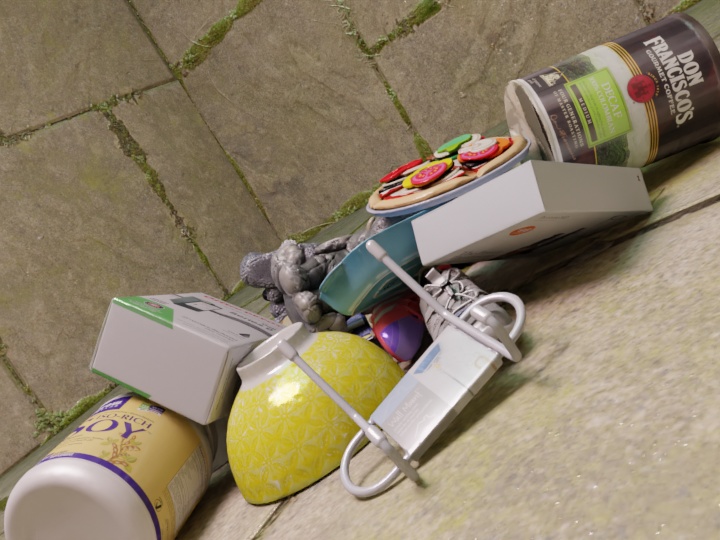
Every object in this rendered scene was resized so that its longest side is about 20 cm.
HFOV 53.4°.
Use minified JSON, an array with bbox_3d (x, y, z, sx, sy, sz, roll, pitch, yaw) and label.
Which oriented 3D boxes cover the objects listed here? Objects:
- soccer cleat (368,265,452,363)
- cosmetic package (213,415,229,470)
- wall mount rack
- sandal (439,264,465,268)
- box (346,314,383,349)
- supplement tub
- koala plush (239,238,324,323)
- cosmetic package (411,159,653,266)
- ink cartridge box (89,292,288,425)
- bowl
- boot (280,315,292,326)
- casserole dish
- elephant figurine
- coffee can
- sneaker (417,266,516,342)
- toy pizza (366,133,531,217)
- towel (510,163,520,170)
[{"bbox_3d":[0.063,0.040,0.808,0.076,0.067,0.200,-42,0,20],"label":"soccer cleat"},{"bbox_3d":[-0.186,0.186,0.937,0.103,0.074,0.200,-34,7,-5],"label":"cosmetic package"},{"bbox_3d":[0.027,0.065,0.563,0.200,0.075,0.173,-47,33,-9],"label":"wall mount rack"},{"bbox_3d":[0.067,0.006,0.962,0.074,0.049,0.199,1,-26,-43],"label":"sandal"},{"bbox_3d":[-0.036,0.105,0.899,0.120,0.033,0.200,-27,5,-2],"label":"box"},{"bbox_3d":[-0.233,0.210,0.710,0.144,0.147,0.200,-31,9,17],"label":"supplement tub"},{"bbox_3d":[-0.109,0.028,1.280,0.181,0.180,0.200,-23,6,-9],"label":"koala plush"},{"bbox_3d":[0.171,-0.054,0.706,0.198,0.053,0.150,-5,-16,-42],"label":"cosmetic package"},{"bbox_3d":[-0.176,0.088,0.799,0.200,0.144,0.086,-1,-69,-76],"label":"ink cartridge box"},{"bbox_3d":[-0.061,0.118,0.705,0.198,0.109,0.200,-33,8,5],"label":"bowl"},{"bbox_3d":[-0.066,0.080,1.080,0.199,0.073,0.155,-38,8,-14],"label":"boot"},{"bbox_3d":[0.042,-0.011,0.759,0.198,0.039,0.122,-26,-18,-38],"label":"casserole dish"},{"bbox_3d":[0.000,0.000,0.889,0.198,0.143,0.155,-32,22,-16],"label":"elephant figurine"},{"bbox_3d":[0.281,-0.179,0.804,0.197,0.149,0.146,-22,8,1],"label":"coffee can"},{"bbox_3d":[0.084,0.038,0.674,0.074,0.083,0.200,-34,8,-5],"label":"sneaker"},{"bbox_3d":[0.094,-0.116,0.803,0.197,0.032,0.201,-23,15,6],"label":"toy pizza"},{"bbox_3d":[0.244,-0.133,0.937,0.196,0.037,0.149,-6,17,7],"label":"towel"}]
